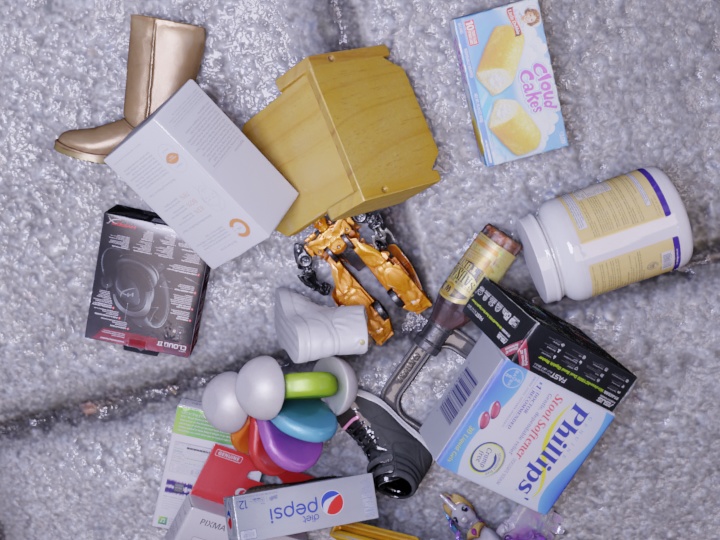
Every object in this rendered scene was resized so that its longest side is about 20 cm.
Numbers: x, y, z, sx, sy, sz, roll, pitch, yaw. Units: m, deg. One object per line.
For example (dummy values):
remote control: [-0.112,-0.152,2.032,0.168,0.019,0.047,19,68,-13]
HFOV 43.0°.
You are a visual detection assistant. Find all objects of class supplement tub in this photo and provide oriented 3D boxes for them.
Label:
supplement tub: [0.326,-0.044,1.234,0.200,0.145,0.146,-18,102,3]

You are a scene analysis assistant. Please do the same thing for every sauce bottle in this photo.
sauce bottle: [0.147,0.031,1.284,0.066,0.066,0.200,32,96,-8]

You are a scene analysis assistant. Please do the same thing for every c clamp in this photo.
c clamp: [0.133,0.171,1.338,0.171,0.027,0.200,39,100,-8]

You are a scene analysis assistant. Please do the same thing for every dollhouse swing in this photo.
dollhouse swing: [-0.032,-0.162,1.228,0.182,0.176,0.200,-17,81,-32]

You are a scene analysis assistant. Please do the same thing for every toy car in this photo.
toy car: [-0.104,0.200,1.235,0.175,0.200,0.150,6,67,-41]

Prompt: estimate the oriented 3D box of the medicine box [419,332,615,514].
medicine box: [0.220,0.216,1.296,0.200,0.103,0.182,28,101,-18]

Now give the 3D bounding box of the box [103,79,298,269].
box: [-0.200,-0.118,1.162,0.124,0.098,0.200,-26,115,41]

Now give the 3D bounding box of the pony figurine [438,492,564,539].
pony figurine: [0.212,0.407,1.329,0.193,0.200,0.167,35,93,-24]

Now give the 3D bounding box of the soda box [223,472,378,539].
soda box: [-0.081,0.323,1.246,0.200,0.068,0.064,-5,78,-21]

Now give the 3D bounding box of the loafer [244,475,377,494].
loafer: [-0.070,0.338,1.325,0.200,0.076,0.068,0,84,-20]

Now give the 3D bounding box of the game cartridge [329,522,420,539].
game cartridge: [0.078,0.421,1.302,0.200,0.176,0.032,41,62,-32]

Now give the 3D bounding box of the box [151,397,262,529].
box: [-0.218,0.299,1.357,0.144,0.036,0.200,14,103,-5]

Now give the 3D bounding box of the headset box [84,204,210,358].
headset box: [-0.291,0.024,1.271,0.149,0.077,0.200,11,103,-4]

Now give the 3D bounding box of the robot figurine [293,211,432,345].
robot figurine: [0.000,0.000,1.281,0.145,0.058,0.200,-38,101,7]

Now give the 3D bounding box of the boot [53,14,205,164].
boot: [-0.308,-0.240,1.221,0.175,0.066,0.200,7,104,-15]

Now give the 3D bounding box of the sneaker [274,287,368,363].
sneaker: [-0.051,0.072,1.238,0.115,0.200,0.074,-4,109,-16]

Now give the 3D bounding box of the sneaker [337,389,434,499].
sneaker: [0.019,0.249,1.310,0.200,0.099,0.071,38,126,-10]

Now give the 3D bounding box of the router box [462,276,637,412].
router box: [0.253,0.099,1.232,0.200,0.150,0.062,28,102,-27]

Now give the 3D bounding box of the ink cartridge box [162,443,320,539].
ink cartridge box: [-0.162,0.365,1.333,0.200,0.045,0.176,24,98,-25]

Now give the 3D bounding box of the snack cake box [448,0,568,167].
snack cake box: [0.198,-0.251,1.224,0.115,0.067,0.200,-15,103,3]
